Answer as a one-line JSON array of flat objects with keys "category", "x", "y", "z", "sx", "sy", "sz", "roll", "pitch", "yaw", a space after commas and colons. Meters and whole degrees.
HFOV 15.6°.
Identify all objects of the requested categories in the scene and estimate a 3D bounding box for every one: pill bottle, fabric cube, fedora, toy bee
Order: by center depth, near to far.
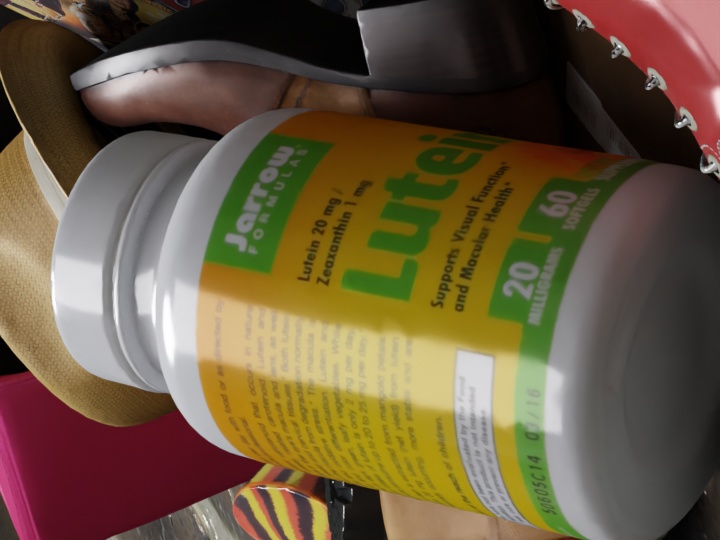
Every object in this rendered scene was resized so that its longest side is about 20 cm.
[{"category": "pill bottle", "x": 0.008, "y": 0.010, "z": 0.800, "sx": 0.200, "sy": 0.111, "sz": 0.111, "roll": 11, "pitch": 125, "yaw": 31}, {"category": "fedora", "x": -0.094, "y": -0.002, "z": 1.003, "sx": 0.201, "sy": 0.082, "sz": 0.201, "roll": 52, "pitch": -170, "yaw": -14}, {"category": "toy bee", "x": 0.046, "y": 0.132, "z": 1.076, "sx": 0.109, "sy": 0.200, "sz": 0.131, "roll": -48, "pitch": 19, "yaw": 54}, {"category": "fabric cube", "x": -0.108, "y": -0.013, "z": 1.214, "sx": 0.200, "sy": 0.196, "sz": 0.200, "roll": 89, "pitch": 156, "yaw": -60}]

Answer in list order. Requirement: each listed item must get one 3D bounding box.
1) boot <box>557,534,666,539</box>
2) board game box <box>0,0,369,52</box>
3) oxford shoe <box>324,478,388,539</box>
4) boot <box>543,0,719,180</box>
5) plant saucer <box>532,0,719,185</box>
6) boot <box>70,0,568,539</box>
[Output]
[{"category": "boot", "x": 0.059, "y": 0.018, "z": 0.969, "sx": 0.107, "sy": 0.075, "sz": 0.201, "roll": -23, "pitch": 86, "yaw": 61}, {"category": "board game box", "x": -0.087, "y": -0.115, "z": 0.997, "sx": 0.136, "sy": 0.200, "sz": 0.035, "roll": 123, "pitch": 172, "yaw": -76}, {"category": "oxford shoe", "x": 0.027, "y": 0.016, "z": 1.058, "sx": 0.073, "sy": 0.084, "sz": 0.201, "roll": 114, "pitch": 155, "yaw": -75}, {"category": "boot", "x": 0.076, "y": -0.066, "z": 0.724, "sx": 0.200, "sy": 0.072, "sz": 0.145, "roll": 3, "pitch": 114, "yaw": 53}, {"category": "plant saucer", "x": 0.080, "y": -0.083, "z": 0.834, "sx": 0.200, "sy": 0.029, "sz": 0.201, "roll": 161, "pitch": 90, "yaw": -74}, {"category": "boot", "x": 0.000, "y": 0.000, "z": 0.913, "sx": 0.068, "sy": 0.188, "sz": 0.201, "roll": -46, "pitch": -54, "yaw": -58}]
